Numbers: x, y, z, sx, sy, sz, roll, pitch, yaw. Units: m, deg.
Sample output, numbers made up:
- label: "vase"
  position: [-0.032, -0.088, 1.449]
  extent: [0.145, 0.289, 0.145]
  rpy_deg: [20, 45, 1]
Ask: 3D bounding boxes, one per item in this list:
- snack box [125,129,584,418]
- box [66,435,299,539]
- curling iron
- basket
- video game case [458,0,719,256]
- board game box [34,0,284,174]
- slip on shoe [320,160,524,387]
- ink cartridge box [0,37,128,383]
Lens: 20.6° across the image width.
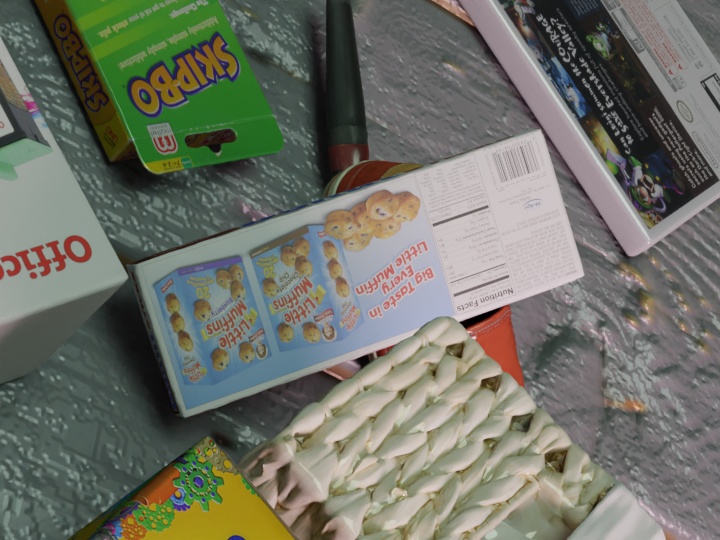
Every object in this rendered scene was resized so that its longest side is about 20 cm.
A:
- label: "snack box"
  position: [0.000, 0.000, 0.891]
  extent: [0.199, 0.024, 0.072]
  rpy_deg: [-19, 96, -14]
- label: "box"
  position: [-0.114, 0.185, 0.621]
  extent: [0.122, 0.200, 0.193]
  rpy_deg: [50, 41, -3]
- label: "curling iron"
  position: [0.001, -0.057, 1.020]
  extent: [0.049, 0.026, 0.201]
  rpy_deg: [7, 60, -36]
- label: "basket"
  position: [-0.007, 0.126, 0.763]
  extent: [0.124, 0.200, 0.135]
  rpy_deg: [51, 41, 6]
- label: "video game case"
  position: [0.157, -0.123, 1.211]
  extent: [0.181, 0.023, 0.201]
  rpy_deg: [-30, 86, -49]
- label: "board game box"
  position: [-0.115, -0.135, 0.968]
  extent: [0.095, 0.030, 0.201]
  rpy_deg: [-14, 70, -46]
- label: "slip on shoe"
  position: [0.046, 0.038, 0.949]
  extent: [0.074, 0.061, 0.201]
  rpy_deg: [-31, 102, -35]
- label: "ink cartridge box"
  position: [-0.204, -0.045, 0.781]
  extent: [0.144, 0.084, 0.201]
  rpy_deg: [-21, 79, -47]
